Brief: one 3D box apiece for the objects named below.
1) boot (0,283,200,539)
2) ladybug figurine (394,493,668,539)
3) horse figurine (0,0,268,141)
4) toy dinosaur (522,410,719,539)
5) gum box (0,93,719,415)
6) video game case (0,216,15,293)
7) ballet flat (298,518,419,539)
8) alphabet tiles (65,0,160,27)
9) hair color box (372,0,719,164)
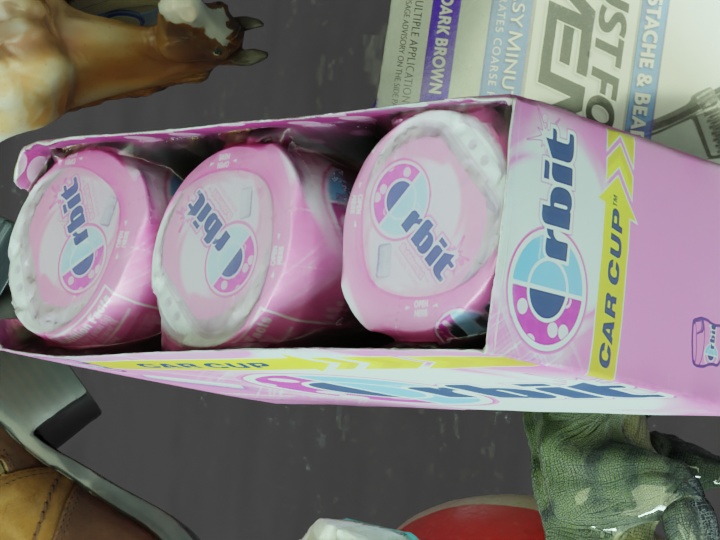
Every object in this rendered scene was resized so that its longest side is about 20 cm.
[{"bbox_3d":[-0.141,0.130,0.780,0.200,0.069,0.189,-37,80,-7],"label":"boot"},{"bbox_3d":[0.069,0.149,0.749,0.200,0.072,0.136,38,103,13],"label":"ladybug figurine"},{"bbox_3d":[-0.142,-0.046,0.755,0.200,0.132,0.050,-36,63,14],"label":"horse figurine"},{"bbox_3d":[0.085,0.064,0.727,0.088,0.048,0.201,3,53,4],"label":"toy dinosaur"},{"bbox_3d":[0.000,0.000,0.704,0.199,0.113,0.067,-2,79,44],"label":"gum box"},{"bbox_3d":[-0.222,0.021,0.812,0.199,0.019,0.143,16,67,26],"label":"video game case"},{"bbox_3d":[0.010,0.170,0.700,0.071,0.072,0.201,-11,94,18],"label":"ballet flat"},{"bbox_3d":[-0.142,-0.088,0.760,0.199,0.166,0.006,-16,69,17],"label":"alphabet tiles"},{"bbox_3d":[0.110,-0.076,0.731,0.199,0.065,0.110,9,94,15],"label":"hair color box"}]
